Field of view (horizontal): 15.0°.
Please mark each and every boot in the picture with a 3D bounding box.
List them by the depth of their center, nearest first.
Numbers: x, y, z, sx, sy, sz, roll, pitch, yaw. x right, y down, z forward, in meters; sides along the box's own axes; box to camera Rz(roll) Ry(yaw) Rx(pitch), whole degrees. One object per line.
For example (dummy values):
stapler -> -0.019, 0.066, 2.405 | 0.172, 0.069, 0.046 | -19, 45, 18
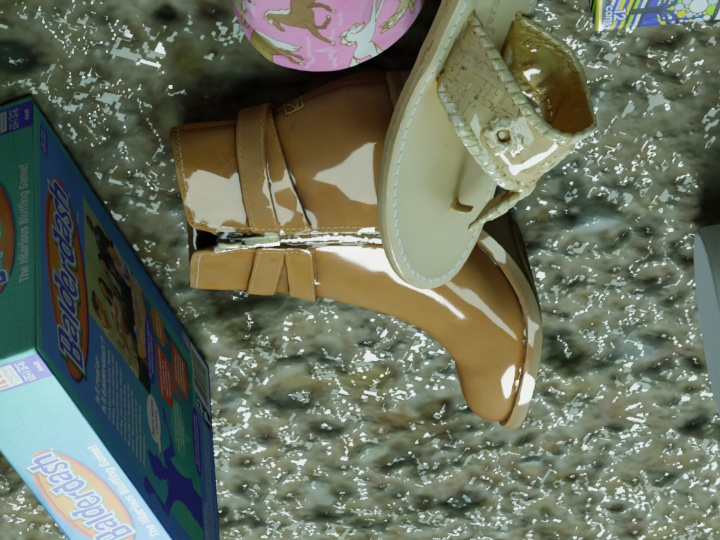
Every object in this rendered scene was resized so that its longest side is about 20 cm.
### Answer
boot -> 0.000, 0.000, 1.238 | 0.155, 0.077, 0.200 | -10, 133, -1

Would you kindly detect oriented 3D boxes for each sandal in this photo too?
sandal -> 0.065, -0.076, 1.117 | 0.078, 0.070, 0.212 | -14, 122, -47

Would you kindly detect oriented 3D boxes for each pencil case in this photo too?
pencil case -> -0.013, -0.156, 1.037 | 0.083, 0.087, 0.200 | -2, 156, 0

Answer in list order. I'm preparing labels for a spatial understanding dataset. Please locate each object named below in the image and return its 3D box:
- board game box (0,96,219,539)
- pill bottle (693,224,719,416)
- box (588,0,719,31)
board game box -> -0.121, 0.045, 1.219 | 0.045, 0.152, 0.200 | -18, 135, 11
pill bottle -> 0.260, 0.013, 1.264 | 0.200, 0.113, 0.113 | -9, 137, 1
box -> 0.123, -0.190, 1.070 | 0.070, 0.064, 0.200 | -5, 136, -2
